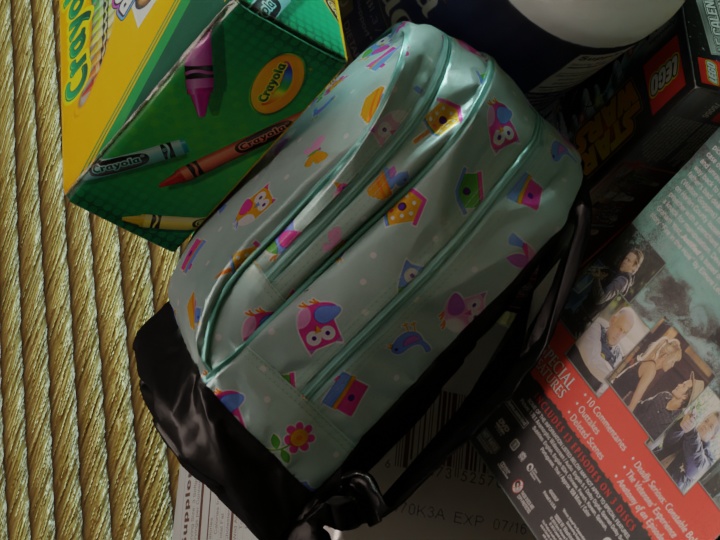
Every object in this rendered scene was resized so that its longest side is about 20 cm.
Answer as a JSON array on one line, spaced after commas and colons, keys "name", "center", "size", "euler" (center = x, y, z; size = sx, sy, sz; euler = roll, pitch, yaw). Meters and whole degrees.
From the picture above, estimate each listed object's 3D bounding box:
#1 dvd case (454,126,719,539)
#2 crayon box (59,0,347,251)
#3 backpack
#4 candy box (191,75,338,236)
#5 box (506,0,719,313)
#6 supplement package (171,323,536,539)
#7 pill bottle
[{"name": "dvd case", "center": [0.135, 0.032, 0.934], "size": [0.200, 0.022, 0.146], "euler": [-49, 42, 12]}, {"name": "crayon box", "center": [-0.071, -0.120, 1.019], "size": [0.119, 0.058, 0.201], "euler": [-46, 33, 29]}, {"name": "backpack", "center": [0.000, 0.000, 0.995], "size": [0.200, 0.126, 0.167], "euler": [-46, 21, 5]}, {"name": "candy box", "center": [-0.018, -0.056, 1.207], "size": [0.200, 0.077, 0.170], "euler": [-22, 75, 60]}, {"name": "box", "center": [0.106, -0.086, 1.129], "size": [0.200, 0.040, 0.138], "euler": [-47, 41, 49]}, {"name": "supplement package", "center": [0.000, 0.093, 1.190], "size": [0.200, 0.116, 0.118], "euler": [-21, 61, 62]}, {"name": "pill bottle", "center": [0.075, -0.134, 1.036], "size": [0.200, 0.110, 0.112], "euler": [-35, 49, 56]}]
